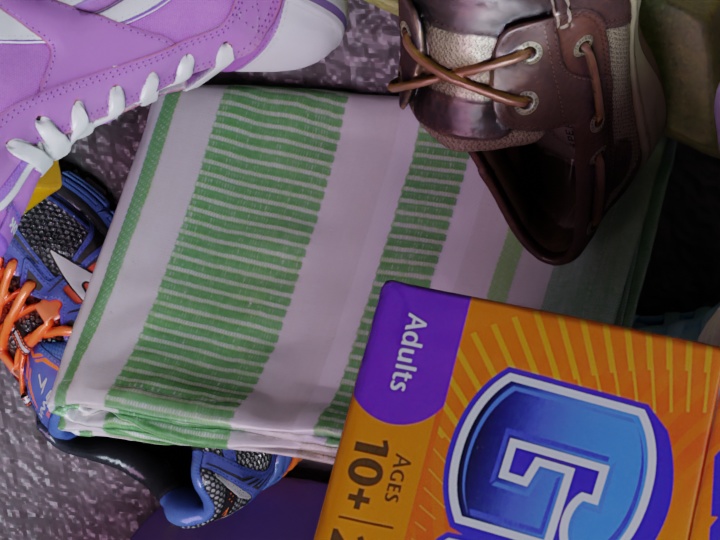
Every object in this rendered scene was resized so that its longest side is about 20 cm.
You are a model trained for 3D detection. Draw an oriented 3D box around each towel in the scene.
[{"bbox_3d":[0.000,0.000,0.980,0.200,0.153,0.023,5,151,22],"label":"towel"}]

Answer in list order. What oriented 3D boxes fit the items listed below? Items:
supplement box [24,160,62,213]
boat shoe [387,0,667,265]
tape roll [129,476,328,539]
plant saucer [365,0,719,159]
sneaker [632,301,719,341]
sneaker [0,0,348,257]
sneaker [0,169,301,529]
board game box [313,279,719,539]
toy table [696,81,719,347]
[{"bbox_3d":[-0.212,-0.042,1.017,0.200,0.109,0.110,-32,67,47],"label":"supplement box"},{"bbox_3d":[0.047,-0.068,0.874,0.072,0.072,0.200,16,157,23],"label":"boat shoe"},{"bbox_3d":[-0.026,0.188,1.139,0.200,0.085,0.200,12,126,16],"label":"tape roll"},{"bbox_3d":[0.056,-0.131,0.884,0.200,0.048,0.200,24,159,4],"label":"plant saucer"},{"bbox_3d":[0.140,0.029,0.991,0.200,0.074,0.082,14,103,15],"label":"sneaker"},{"bbox_3d":[-0.097,-0.056,0.930,0.200,0.115,0.073,2,165,-21],"label":"sneaker"},{"bbox_3d":[-0.109,0.024,1.080,0.200,0.078,0.075,35,127,-1],"label":"sneaker"},{"bbox_3d":[0.083,0.150,0.820,0.199,0.200,0.200,12,156,9],"label":"board game box"},{"bbox_3d":[0.184,-0.019,0.852,0.183,0.117,0.200,-3,161,-8],"label":"toy table"}]
